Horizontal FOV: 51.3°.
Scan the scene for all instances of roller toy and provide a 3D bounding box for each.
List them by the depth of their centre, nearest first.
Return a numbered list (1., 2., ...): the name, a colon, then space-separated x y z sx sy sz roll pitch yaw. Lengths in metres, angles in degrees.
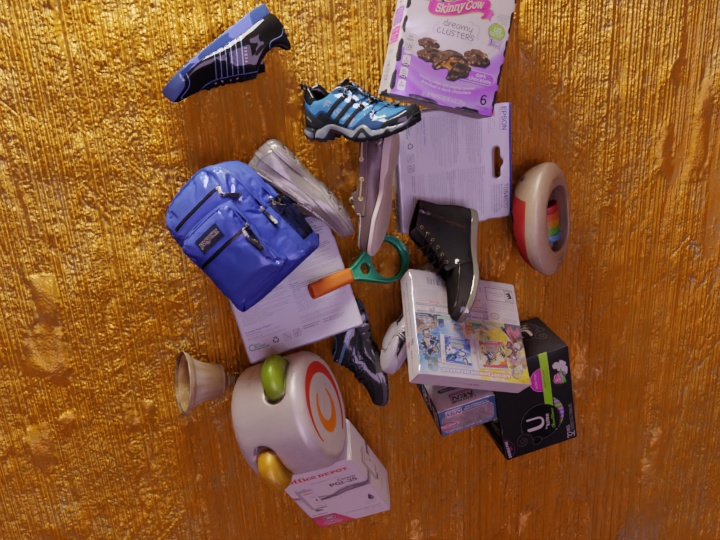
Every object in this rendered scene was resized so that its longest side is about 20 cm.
1. roller toy: -0.116 0.233 1.192 0.139 0.182 0.201 -18 84 18

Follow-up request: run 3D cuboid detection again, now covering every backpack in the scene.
1. backpack: -0.182 -0.062 1.108 0.162 0.168 0.200 -40 91 14

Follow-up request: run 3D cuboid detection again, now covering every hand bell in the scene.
1. hand bell: -0.205 0.184 1.274 0.199 0.104 0.105 0 111 -28

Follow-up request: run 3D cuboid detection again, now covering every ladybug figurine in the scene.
1. ladybug figurine: 0.304 -0.085 1.274 0.136 0.072 0.201 -33 122 -44

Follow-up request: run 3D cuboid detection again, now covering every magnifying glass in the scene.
1. magnifying glass: 0.000 0.000 1.225 0.199 0.022 0.080 -23 92 -31

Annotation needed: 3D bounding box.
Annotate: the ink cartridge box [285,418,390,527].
1. ink cartridge box: -0.049 0.360 1.319 0.146 0.083 0.200 -18 135 12

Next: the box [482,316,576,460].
1. box: 0.296 0.213 1.374 0.148 0.124 0.201 -17 115 -8

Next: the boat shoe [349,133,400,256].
1. boat shoe: 0.016 -0.124 1.186 0.059 0.072 0.201 14 110 17

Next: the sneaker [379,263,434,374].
1. sneaker: 0.116 0.098 1.278 0.114 0.075 0.201 27 77 -11

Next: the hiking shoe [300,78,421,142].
1. hiking shoe: -0.006 -0.238 1.103 0.199 0.074 0.087 2 115 30

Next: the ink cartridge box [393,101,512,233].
1. ink cartridge box: 0.150 -0.171 1.235 0.198 0.041 0.201 -9 112 -11

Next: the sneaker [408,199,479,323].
1. sneaker: 0.126 -0.016 1.188 0.105 0.201 0.075 11 150 -11

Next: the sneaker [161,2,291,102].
1. sneaker: -0.192 -0.296 1.086 0.200 0.070 0.078 -38 108 2

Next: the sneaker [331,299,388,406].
1. sneaker: -0.005 0.150 1.310 0.081 0.073 0.201 -20 104 -1

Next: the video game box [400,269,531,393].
1. video game box: 0.167 0.098 1.208 0.199 0.183 0.047 9 146 -19

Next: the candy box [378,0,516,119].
1. candy box: 0.131 -0.345 1.126 0.166 0.072 0.202 9 97 -14

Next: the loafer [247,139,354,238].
1. loafer: -0.091 -0.119 1.184 0.070 0.070 0.200 -43 107 11

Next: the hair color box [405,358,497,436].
1. hair color box: 0.147 0.181 1.279 0.099 0.200 0.061 -17 124 -6

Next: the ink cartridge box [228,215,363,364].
1. ink cartridge box: -0.118 0.027 1.230 0.195 0.043 0.201 -18 87 -6
